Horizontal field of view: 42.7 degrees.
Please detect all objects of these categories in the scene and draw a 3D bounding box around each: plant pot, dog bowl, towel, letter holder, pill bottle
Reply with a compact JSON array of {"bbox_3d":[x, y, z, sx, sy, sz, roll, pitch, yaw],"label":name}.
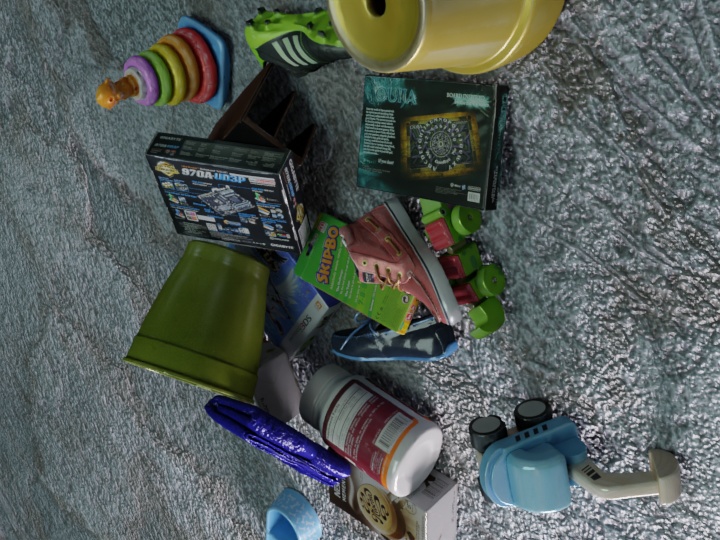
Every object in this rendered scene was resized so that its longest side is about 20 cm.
[{"bbox_3d":[0.072,-0.281,0.892,0.199,0.187,0.204,27,131,35],"label":"plant pot"},{"bbox_3d":[-0.129,0.495,1.702,0.111,0.049,0.203,33,133,31],"label":"dog bowl"},{"bbox_3d":[-0.124,0.251,1.341,0.199,0.050,0.146,38,159,-31],"label":"towel"},{"bbox_3d":[-0.147,-0.181,1.282,0.100,0.144,0.199,33,143,-19],"label":"letter holder"},{"bbox_3d":[-0.217,0.068,1.328,0.198,0.199,0.197,8,76,45],"label":"plant pot"},{"bbox_3d":[0.011,0.225,1.329,0.198,0.113,0.116,30,133,33],"label":"pill bottle"}]

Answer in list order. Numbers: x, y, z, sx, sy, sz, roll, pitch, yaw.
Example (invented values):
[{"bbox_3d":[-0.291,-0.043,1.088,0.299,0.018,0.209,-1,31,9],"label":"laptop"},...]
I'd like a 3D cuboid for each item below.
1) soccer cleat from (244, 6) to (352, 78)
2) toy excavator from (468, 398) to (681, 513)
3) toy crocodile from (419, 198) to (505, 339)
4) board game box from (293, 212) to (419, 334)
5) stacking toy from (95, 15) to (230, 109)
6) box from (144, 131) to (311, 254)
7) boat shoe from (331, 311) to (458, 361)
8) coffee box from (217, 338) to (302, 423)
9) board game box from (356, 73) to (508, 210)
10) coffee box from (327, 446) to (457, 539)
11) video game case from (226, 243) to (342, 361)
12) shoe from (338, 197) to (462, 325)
[{"bbox_3d":[-0.060,-0.280,1.145,0.197,0.068,0.082,16,144,36],"label":"soccer cleat"},{"bbox_3d":[0.245,0.235,1.075,0.200,0.191,0.102,-137,32,-65],"label":"toy excavator"},{"bbox_3d":[0.118,-0.017,1.104,0.067,0.061,0.203,-15,101,50],"label":"toy crocodile"},{"bbox_3d":[0.000,0.000,1.233,0.198,0.030,0.097,28,93,32],"label":"board game box"},{"bbox_3d":[-0.288,-0.269,1.288,0.109,0.199,0.118,34,136,28],"label":"stacking toy"},{"bbox_3d":[-0.174,-0.102,1.235,0.196,0.047,0.160,9,143,17],"label":"box"},{"bbox_3d":[0.044,0.079,1.247,0.196,0.084,0.070,-5,103,32],"label":"boat shoe"},{"bbox_3d":[-0.183,0.166,1.497,0.199,0.079,0.116,22,137,52],"label":"coffee box"},{"bbox_3d":[0.078,-0.152,1.062,0.198,0.028,0.139,16,105,42],"label":"board game box"},{"bbox_3d":[0.046,0.334,1.384,0.198,0.079,0.115,24,130,37],"label":"coffee box"},{"bbox_3d":[-0.126,0.014,1.407,0.201,0.045,0.182,52,140,11],"label":"video game case"},{"bbox_3d":[0.045,0.002,1.120,0.202,0.090,0.072,61,175,37],"label":"shoe"}]
